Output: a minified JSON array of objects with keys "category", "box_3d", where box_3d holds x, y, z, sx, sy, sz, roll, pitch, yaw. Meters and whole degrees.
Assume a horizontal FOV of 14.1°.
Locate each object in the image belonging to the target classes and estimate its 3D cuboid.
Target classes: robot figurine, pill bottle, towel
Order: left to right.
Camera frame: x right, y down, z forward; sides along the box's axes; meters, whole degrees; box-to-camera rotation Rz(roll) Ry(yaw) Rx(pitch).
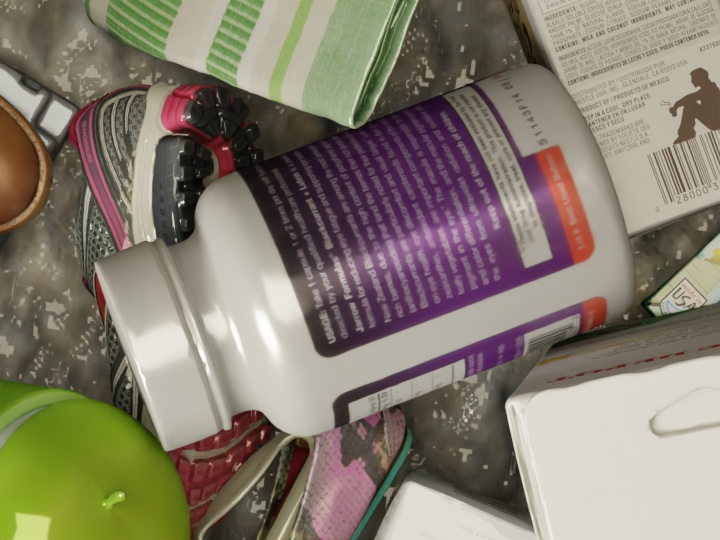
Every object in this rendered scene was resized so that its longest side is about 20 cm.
[{"category":"robot figurine","box_3d":[-0.154,0.103,1.199,0.200,0.176,0.116,7,51,38]},{"category":"towel","box_3d":[-0.035,-0.151,1.215,0.200,0.023,0.153,22,90,46]},{"category":"pill bottle","box_3d":[0.000,0.000,1.169,0.200,0.111,0.112,-21,89,-7]}]

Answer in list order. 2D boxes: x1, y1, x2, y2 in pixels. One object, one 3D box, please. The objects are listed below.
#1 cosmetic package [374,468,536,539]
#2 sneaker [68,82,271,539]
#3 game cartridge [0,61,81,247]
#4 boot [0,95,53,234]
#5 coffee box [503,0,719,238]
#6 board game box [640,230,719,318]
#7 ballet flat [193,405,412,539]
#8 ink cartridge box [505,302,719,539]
[{"category":"cosmetic package","box_3d":[0.017,0.191,1.229,0.081,0.113,0.200,22,91,2]},{"category":"sneaker","box_3d":[-0.085,0.020,1.258,0.075,0.081,0.201,2,93,33]},{"category":"game cartridge","box_3d":[-0.240,-0.066,1.278,0.200,0.042,0.133,32,94,2]},{"category":"boot","box_3d":[-0.225,-0.076,1.182,0.200,0.155,0.077,34,90,2]},{"category":"coffee box","box_3d":[0.104,-0.116,1.229,0.080,0.113,0.200,-20,88,0]},{"category":"board game box","box_3d":[0.239,0.041,1.264,0.135,0.029,0.200,-44,88,2]},{"category":"ballet flat","box_3d":[-0.045,0.137,1.248,0.071,0.069,0.200,24,86,-20]},{"category":"ink cartridge box","box_3d":[0.145,0.062,1.154,0.144,0.200,0.084,-13,93,10]}]
